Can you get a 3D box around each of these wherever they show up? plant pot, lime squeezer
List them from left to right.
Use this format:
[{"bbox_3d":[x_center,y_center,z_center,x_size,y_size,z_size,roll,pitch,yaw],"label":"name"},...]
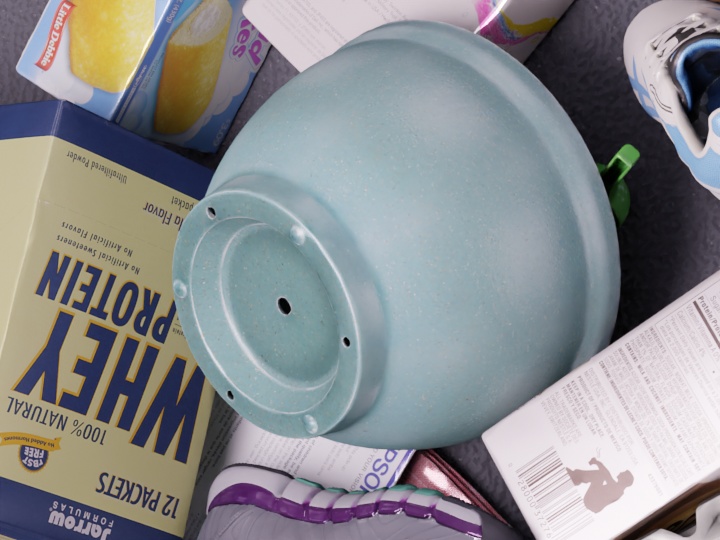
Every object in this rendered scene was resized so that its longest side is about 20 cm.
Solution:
[{"bbox_3d":[0.000,0.000,1.235,0.200,0.134,0.201,23,125,37],"label":"plant pot"},{"bbox_3d":[0.095,-0.009,1.290,0.038,0.071,0.200,29,135,-9],"label":"lime squeezer"}]

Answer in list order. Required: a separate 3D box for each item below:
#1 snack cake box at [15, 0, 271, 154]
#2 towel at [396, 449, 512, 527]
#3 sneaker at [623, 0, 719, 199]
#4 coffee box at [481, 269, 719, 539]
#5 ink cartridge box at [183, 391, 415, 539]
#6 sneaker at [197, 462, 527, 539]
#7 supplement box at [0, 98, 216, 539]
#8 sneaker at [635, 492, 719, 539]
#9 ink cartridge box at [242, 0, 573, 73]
[{"bbox_3d":[-0.079,-0.166,1.362,0.067,0.115,0.200,32,100,25],"label":"snack cake box"},{"bbox_3d":[0.019,0.205,1.328,0.144,0.023,0.200,45,106,21],"label":"towel"},{"bbox_3d":[0.160,-0.088,1.209,0.072,0.073,0.200,-32,26,3],"label":"sneaker"},{"bbox_3d":[0.171,0.056,1.213,0.200,0.113,0.080,-36,68,19],"label":"coffee box"},{"bbox_3d":[-0.083,0.116,1.374,0.200,0.043,0.197,35,98,26],"label":"ink cartridge box"},{"bbox_3d":[-0.004,0.148,1.243,0.200,0.074,0.088,3,57,45],"label":"sneaker"},{"bbox_3d":[-0.181,0.037,1.332,0.200,0.134,0.200,-2,71,45],"label":"supplement box"},{"bbox_3d":[0.122,0.171,1.177,0.200,0.074,0.089,-30,60,6],"label":"sneaker"},{"bbox_3d":[0.050,-0.164,1.323,0.117,0.067,0.200,46,106,23],"label":"ink cartridge box"}]
